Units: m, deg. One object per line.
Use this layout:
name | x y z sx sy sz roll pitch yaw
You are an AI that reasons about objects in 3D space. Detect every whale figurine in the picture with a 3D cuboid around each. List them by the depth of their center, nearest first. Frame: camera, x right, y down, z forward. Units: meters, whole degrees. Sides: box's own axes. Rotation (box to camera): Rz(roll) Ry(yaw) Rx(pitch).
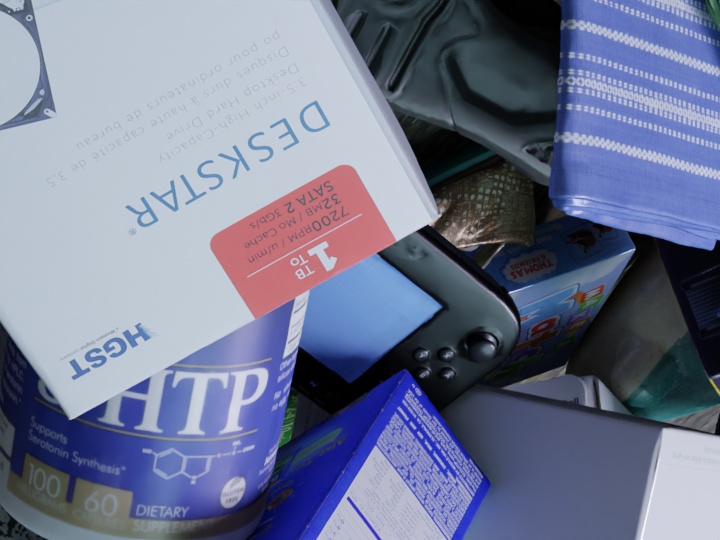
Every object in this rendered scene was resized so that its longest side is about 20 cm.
whale figurine | 0.184 0.047 1.362 0.200 0.104 0.159 -51 -179 29

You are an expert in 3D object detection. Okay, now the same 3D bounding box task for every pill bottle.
pill bottle | -0.081 0.006 0.970 0.120 0.120 0.200 -6 117 -39

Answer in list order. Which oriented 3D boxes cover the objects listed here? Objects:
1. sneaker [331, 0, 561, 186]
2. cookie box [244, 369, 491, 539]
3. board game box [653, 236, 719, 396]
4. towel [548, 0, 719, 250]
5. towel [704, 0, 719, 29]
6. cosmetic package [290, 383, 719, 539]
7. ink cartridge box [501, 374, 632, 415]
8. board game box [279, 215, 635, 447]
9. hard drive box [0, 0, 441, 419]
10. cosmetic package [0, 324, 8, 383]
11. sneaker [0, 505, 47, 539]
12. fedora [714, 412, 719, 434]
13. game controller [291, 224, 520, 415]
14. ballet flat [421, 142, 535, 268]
sneaker | 0.026 -0.108 0.990 0.199 0.114 0.076 27 101 -29
cookie box | -0.048 0.152 1.045 0.171 0.075 0.200 -34 -171 29
board game box | 0.173 -0.023 1.147 0.057 0.200 0.165 -22 156 10
towel | 0.119 -0.114 0.963 0.024 0.201 0.145 -2 174 37
towel | 0.207 -0.117 1.015 0.023 0.200 0.153 -2 -141 46
cosmetic package | 0.074 0.101 1.155 0.200 0.085 0.108 9 177 32
ink cartridge box | 0.100 0.140 1.331 0.146 0.083 0.200 -13 152 22
board game box | 0.037 0.038 1.285 0.200 0.037 0.151 -19 159 -20
hard drive box | -0.087 -0.073 0.819 0.156 0.077 0.200 -30 122 3
cosmetic package | -0.174 0.044 1.074 0.200 0.074 0.102 -6 147 -37
sneaker | -0.144 0.164 1.131 0.089 0.077 0.200 -39 146 -11
fedora | 0.249 0.089 1.240 0.200 0.201 0.092 -33 124 10
game controller | -0.023 0.000 1.070 0.200 0.042 0.104 38 109 -25
ballet flat | 0.000 0.000 1.160 0.200 0.065 0.071 -23 -169 -8
